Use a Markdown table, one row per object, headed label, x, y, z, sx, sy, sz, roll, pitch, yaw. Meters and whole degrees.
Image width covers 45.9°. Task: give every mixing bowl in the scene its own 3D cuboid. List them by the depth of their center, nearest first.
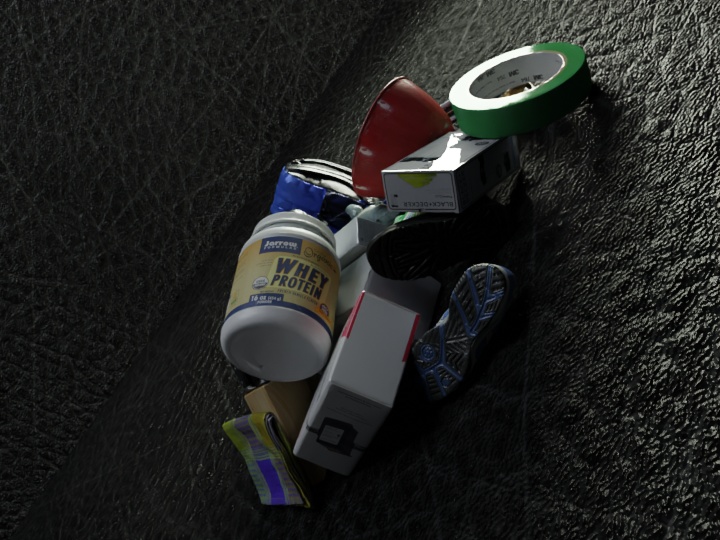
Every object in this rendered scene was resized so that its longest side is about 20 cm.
| label | x | y | z | sx | sy | sz | roll | pitch | yaw |
| --- | --- | --- | --- | --- | --- | --- | --- | --- | --- |
| mixing bowl | 0.081 | -0.190 | 1.334 | 0.200 | 0.108 | 0.200 | -51 | -24 | -34 |

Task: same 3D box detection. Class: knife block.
| label | x | y | z | sx | sy | sz | roll | pitch | yaw |
| --- | --- | --- | --- | --- | --- | --- | --- | --- | --- |
| knife block | -0.120 | 0.188 | 1.192 | 0.064 | 0.175 | 0.200 | -33 | 38 | 51 |

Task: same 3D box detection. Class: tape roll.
| label | x | y | z | sx | sy | sz | roll | pitch | yaw |
| --- | --- | --- | --- | --- | --- | --- | --- | --- | --- |
| tape roll | 0.231 | -0.262 | 1.232 | 0.200 | 0.048 | 0.201 | -18 | 31 | 11 |

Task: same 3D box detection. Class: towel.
| label | x | y | z | sx | sy | sz | roll | pitch | yaw |
| --- | --- | --- | --- | --- | --- | --- | --- | --- | --- |
| towel | -0.131 | 0.268 | 1.194 | 0.023 | 0.144 | 0.200 | -27 | 2 | -29 |

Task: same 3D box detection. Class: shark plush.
| label | x | y | z | sx | sy | sz | roll | pitch | yaw |
| --- | --- | --- | --- | --- | --- | --- | --- | --- | --- |
| shark plush | 0.021 | -0.063 | 1.400 | 0.083 | 0.091 | 0.200 | -40 | 17 | -33 |

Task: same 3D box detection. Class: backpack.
| label | x | y | z | sx | sy | sz | roll | pitch | yaw |
| --- | --- | --- | --- | --- | --- | --- | --- | --- | --- |
| backpack | -0.065 | -0.111 | 1.568 | 0.163 | 0.200 | 0.168 | -52 | -16 | -73 |

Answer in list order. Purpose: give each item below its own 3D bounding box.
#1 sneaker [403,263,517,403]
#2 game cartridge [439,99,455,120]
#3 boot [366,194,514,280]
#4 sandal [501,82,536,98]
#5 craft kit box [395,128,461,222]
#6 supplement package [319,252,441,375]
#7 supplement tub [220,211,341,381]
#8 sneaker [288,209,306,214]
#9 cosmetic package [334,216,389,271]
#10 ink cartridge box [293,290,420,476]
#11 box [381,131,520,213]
| label | x | y | z | sx | sy | sz | roll | pitch | yaw |
| --- | --- | --- | --- | --- | --- | --- | --- | --- | --- |
| sneaker | 0.124 | 0.078 | 1.010 | 0.077 | 0.076 | 0.200 | -10 | -42 | -58 |
| game cartridge | 0.177 | -0.289 | 1.504 | 0.133 | 0.041 | 0.200 | -36 | 7 | -32 |
| boot | 0.099 | -0.058 | 1.191 | 0.211 | 0.080 | 0.158 | -14 | 21 | -7 |
| sandal | 0.250 | -0.275 | 1.345 | 0.080 | 0.054 | 0.200 | -49 | 18 | 16 |
| craft kit box | 0.142 | -0.154 | 1.425 | 0.200 | 0.048 | 0.198 | -28 | 28 | 56 |
| supplement package | 0.003 | 0.070 | 1.236 | 0.200 | 0.117 | 0.117 | -36 | 26 | 47 |
| supplement tub | -0.102 | 0.033 | 1.147 | 0.144 | 0.144 | 0.200 | -40 | 31 | 39 |
| sneaker | -0.122 | -0.002 | 1.282 | 0.074 | 0.084 | 0.201 | -15 | 63 | 54 |
| cosmetic package | 0.000 | 0.000 | 1.315 | 0.200 | 0.151 | 0.052 | -36 | 47 | 44 |
| ink cartridge box | -0.007 | 0.147 | 1.077 | 0.200 | 0.084 | 0.145 | 115 | 177 | -50 |
| box | 0.131 | -0.141 | 1.190 | 0.116 | 0.060 | 0.200 | 4 | 26 | 35 |
